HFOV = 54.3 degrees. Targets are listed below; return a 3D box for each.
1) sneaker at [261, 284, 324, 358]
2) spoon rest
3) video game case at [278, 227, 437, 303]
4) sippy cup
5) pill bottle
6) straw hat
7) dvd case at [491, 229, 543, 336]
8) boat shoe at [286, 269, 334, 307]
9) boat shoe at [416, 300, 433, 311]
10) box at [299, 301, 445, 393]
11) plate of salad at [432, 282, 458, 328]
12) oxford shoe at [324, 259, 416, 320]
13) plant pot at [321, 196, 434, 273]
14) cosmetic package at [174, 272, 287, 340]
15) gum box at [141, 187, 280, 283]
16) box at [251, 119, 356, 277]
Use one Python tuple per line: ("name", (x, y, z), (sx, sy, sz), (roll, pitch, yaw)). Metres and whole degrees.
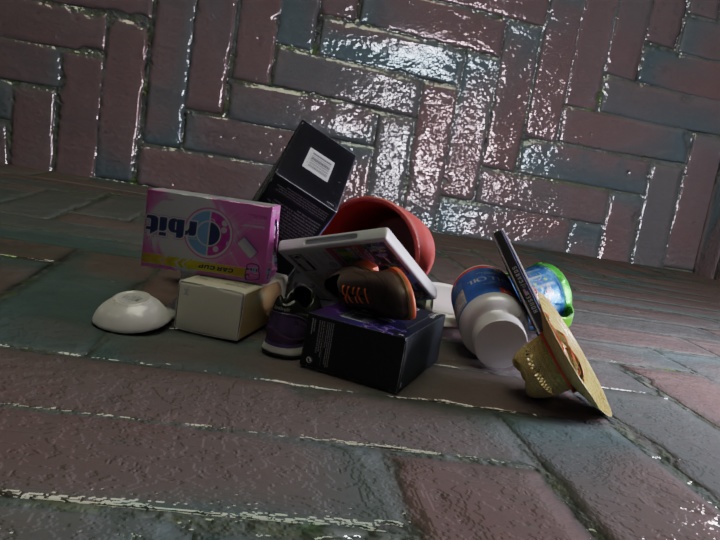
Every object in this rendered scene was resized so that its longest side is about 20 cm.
("sneaker", (-0.071, 0.064, 1.024), (0.075, 0.088, 0.200), (12, 9, 16))
("spoon rest", (-0.298, 0.050, 1.015), (0.099, 0.061, 0.200), (12, 23, 20))
("video game case", (0.000, 0.000, 1.077), (0.181, 0.023, 0.200), (-5, -30, 27))
("sippy cup", (0.321, 0.060, 1.382), (0.129, 0.141, 0.177), (-8, -6, -32))
("pill bottle", (0.212, 0.075, 1.142), (0.111, 0.113, 0.200), (9, 21, -4))
("straw hat", (0.255, 0.130, 0.957), (0.085, 0.202, 0.201), (-32, -3, 17))
("dvd case", (0.273, 0.043, 1.147), (0.025, 0.201, 0.150), (-24, -21, 10))
("boat shoe", (-0.112, 0.018, 1.271), (0.200, 0.087, 0.075), (7, 9, -19))
("boat shoe", (0.090, 0.069, 1.168), (0.060, 0.076, 0.200), (4, 15, 6))
("box", (0.024, 0.095, 0.983), (0.140, 0.080, 0.200), (16, 11, 19))
("plate of salad", (0.154, 0.071, 1.324), (0.198, 0.048, 0.200), (9, 20, -3))
("oxford shoe", (0.012, 0.034, 0.939), (0.072, 0.072, 0.200), (-14, 12, -21))
("plant pot", (0.041, -0.032, 1.261), (0.199, 0.202, 0.177), (13, 10, 22))
("cosmetic package", (-0.191, 0.044, 1.069), (0.104, 0.072, 0.200), (11, 9, 12))
("gum box", (-0.216, -0.053, 1.048), (0.198, 0.115, 0.066), (8, 9, 2))
("box", (-0.118, -0.113, 1.199), (0.123, 0.199, 0.201), (32, 35, -12))
